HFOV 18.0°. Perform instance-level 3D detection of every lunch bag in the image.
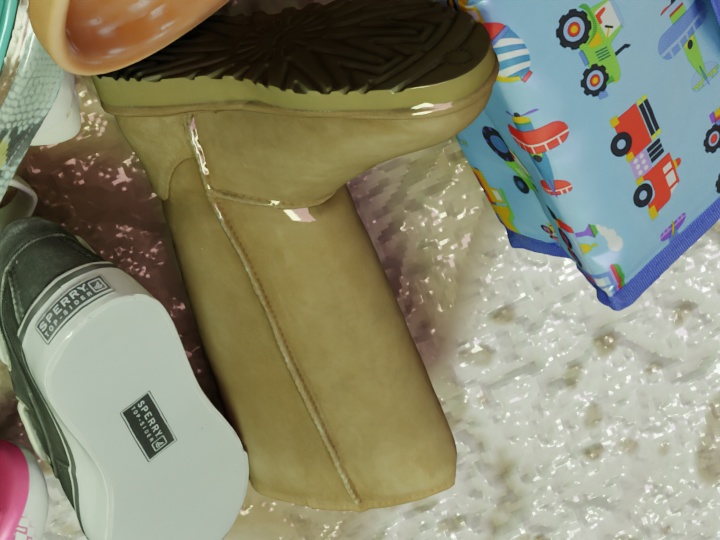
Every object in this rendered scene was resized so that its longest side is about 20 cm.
[{"bbox_3d":[0.124,-0.110,0.859,0.200,0.094,0.151,-35,120,-11],"label":"lunch bag"}]

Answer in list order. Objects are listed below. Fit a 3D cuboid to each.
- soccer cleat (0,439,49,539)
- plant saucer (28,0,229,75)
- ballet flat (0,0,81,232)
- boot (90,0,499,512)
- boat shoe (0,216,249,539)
[{"bbox_3d":[-0.172,0.151,0.915,0.086,0.070,0.200,24,112,-41],"label":"soccer cleat"},{"bbox_3d":[-0.039,-0.148,0.739,0.037,0.200,0.200,43,101,8],"label":"plant saucer"},{"bbox_3d":[-0.143,-0.040,0.822,0.071,0.069,0.200,5,124,-43],"label":"ballet flat"},{"bbox_3d":[0.000,0.000,0.843,0.066,0.175,0.200,-45,127,-38],"label":"boot"},{"bbox_3d":[-0.094,0.052,0.876,0.071,0.064,0.200,-34,146,-17],"label":"boat shoe"}]
